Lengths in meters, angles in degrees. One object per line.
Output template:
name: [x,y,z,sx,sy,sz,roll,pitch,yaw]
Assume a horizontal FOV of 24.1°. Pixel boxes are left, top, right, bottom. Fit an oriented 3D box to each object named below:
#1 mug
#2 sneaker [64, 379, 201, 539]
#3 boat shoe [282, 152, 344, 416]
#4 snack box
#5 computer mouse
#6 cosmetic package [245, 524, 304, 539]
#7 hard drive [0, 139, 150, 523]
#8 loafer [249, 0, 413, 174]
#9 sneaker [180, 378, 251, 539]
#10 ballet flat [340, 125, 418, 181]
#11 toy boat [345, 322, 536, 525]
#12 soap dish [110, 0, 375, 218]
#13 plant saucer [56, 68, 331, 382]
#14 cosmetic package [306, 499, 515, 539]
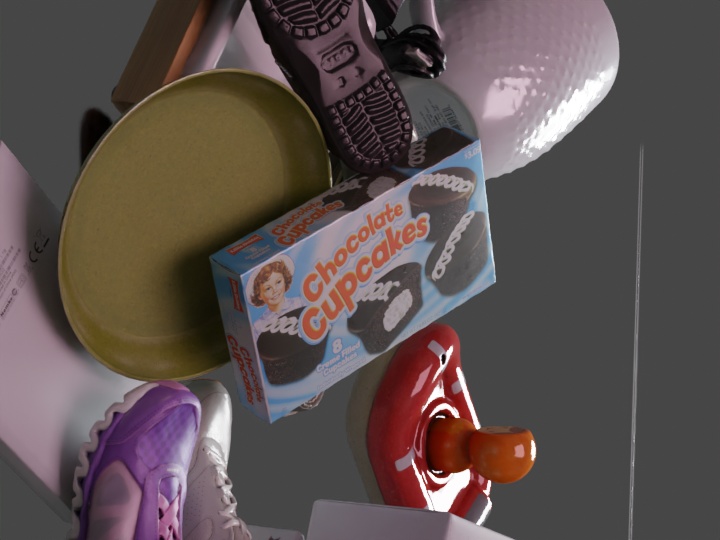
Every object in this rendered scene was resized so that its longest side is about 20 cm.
mug: [0.093,-0.173,1.332,0.175,0.148,0.200,-42,120,-42]
sneaker: [-0.130,0.165,0.989,0.080,0.088,0.200,24,87,-54]
boat shoe: [-0.029,0.005,1.213,0.072,0.060,0.202,25,70,-55]
snack box: [0.000,0.000,1.084,0.200,0.037,0.116,-31,129,-29]
computer mouse: [-0.007,-0.228,1.217,0.053,0.138,0.200,-21,106,-17]
cosmetic package: [-0.058,0.281,1.161,0.101,0.071,0.200,-53,133,-42]
hard drive: [-0.191,0.040,0.989,0.200,0.026,0.132,57,45,-41]
loafer: [-0.035,-0.154,1.059,0.073,0.071,0.200,-25,106,-18]
sneaker: [-0.097,0.163,1.073,0.076,0.092,0.200,42,50,-49]
ballet flat: [0.022,-0.050,1.180,0.067,0.064,0.200,6,83,-41]
toy boat: [0.075,0.135,1.315,0.131,0.131,0.200,-52,132,-44]
soap dish: [-0.075,-0.138,1.119,0.157,0.081,0.200,52,48,-45]
plant saucer: [-0.103,-0.029,1.020,0.200,0.031,0.200,-21,124,-35]
cosmetic package: [0.051,0.277,1.140,0.200,0.123,0.200,28,68,-46]
